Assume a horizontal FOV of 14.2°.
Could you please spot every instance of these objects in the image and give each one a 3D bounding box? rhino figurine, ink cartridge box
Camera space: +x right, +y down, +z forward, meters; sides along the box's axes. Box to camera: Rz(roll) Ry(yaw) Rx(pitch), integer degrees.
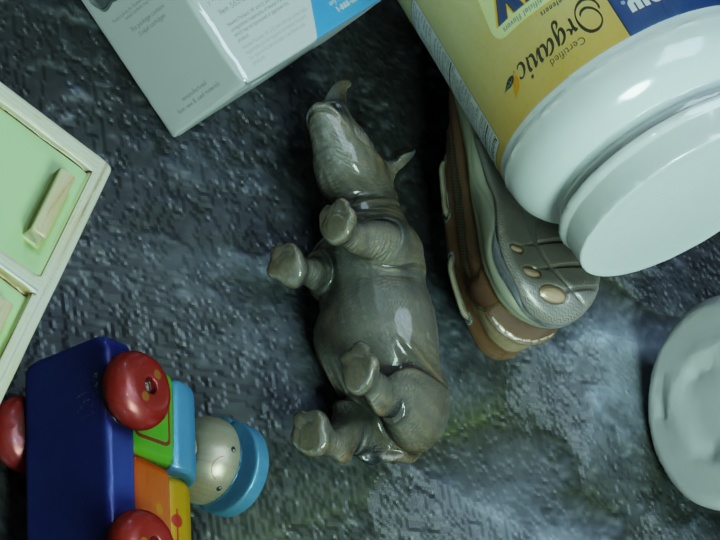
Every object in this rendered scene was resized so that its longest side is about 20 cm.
[{"bbox_3d":[0.000,0.000,1.375,0.087,0.060,0.201,27,51,-52],"label":"rhino figurine"},{"bbox_3d":[-0.093,-0.181,1.384,0.115,0.068,0.201,-36,93,-43],"label":"ink cartridge box"}]

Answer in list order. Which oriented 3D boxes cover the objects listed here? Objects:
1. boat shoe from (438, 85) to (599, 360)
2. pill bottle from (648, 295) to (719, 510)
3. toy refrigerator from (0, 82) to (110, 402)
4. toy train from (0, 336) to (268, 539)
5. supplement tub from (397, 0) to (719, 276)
[{"bbox_3d":[0.068,-0.044,1.451,0.075,0.072,0.201,17,48,-22],"label":"boat shoe"},{"bbox_3d":[0.256,0.074,1.519,0.199,0.111,0.112,6,65,-38],"label":"pill bottle"},{"bbox_3d":[-0.180,0.017,1.211,0.076,0.070,0.201,38,49,-19],"label":"toy refrigerator"},{"bbox_3d":[-0.089,0.138,1.227,0.115,0.084,0.201,23,54,-46],"label":"toy train"},{"bbox_3d":[0.109,-0.113,1.377,0.144,0.144,0.201,-10,61,-42],"label":"supplement tub"}]
